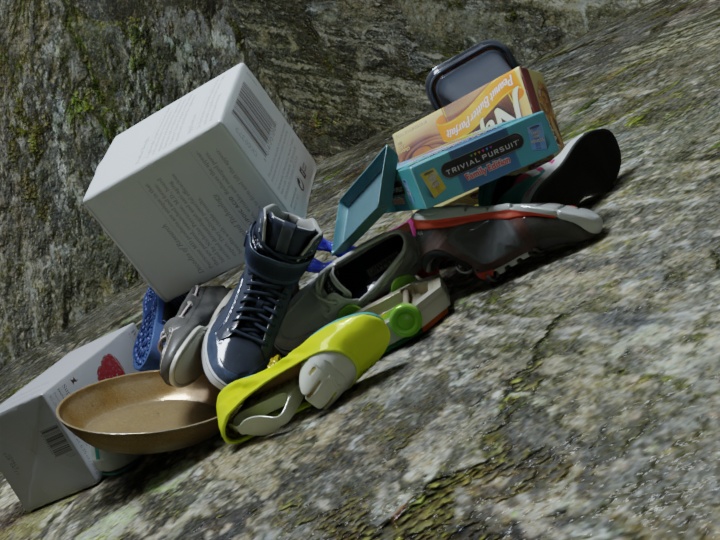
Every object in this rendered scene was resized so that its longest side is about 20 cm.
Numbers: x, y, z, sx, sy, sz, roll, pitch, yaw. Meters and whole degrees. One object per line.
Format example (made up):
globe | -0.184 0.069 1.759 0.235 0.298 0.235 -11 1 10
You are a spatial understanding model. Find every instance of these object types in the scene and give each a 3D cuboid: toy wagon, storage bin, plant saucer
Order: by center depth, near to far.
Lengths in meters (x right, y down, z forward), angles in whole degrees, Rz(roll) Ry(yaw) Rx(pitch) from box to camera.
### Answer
toy wagon | -0.001 0.064 1.339 0.200 0.040 0.155 -29 8 8
plant saucer | -0.215 0.150 1.362 0.200 0.035 0.200 -3 14 1
plant saucer | 0.003 -0.071 1.406 0.019 0.070 0.200 13 -17 -13
storage bin | 0.174 -0.179 1.685 0.145 0.200 0.134 -28 18 4

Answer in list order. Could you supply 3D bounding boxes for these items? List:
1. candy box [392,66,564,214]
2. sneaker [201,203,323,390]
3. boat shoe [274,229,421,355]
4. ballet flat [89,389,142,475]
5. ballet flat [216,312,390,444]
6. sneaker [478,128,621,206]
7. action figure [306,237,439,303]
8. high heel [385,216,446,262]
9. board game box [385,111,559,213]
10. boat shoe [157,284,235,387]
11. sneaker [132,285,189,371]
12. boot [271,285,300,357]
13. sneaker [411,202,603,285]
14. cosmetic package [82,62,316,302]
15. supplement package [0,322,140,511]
candy box | 0.140 -0.147 1.562 0.200 0.116 0.055 -24 -16 36
sneaker | -0.103 0.021 1.371 0.202 0.077 0.146 -75 9 -46
boat shoe | -0.021 0.023 1.438 0.200 0.072 0.066 -32 -22 9
ballet flat | -0.235 0.155 1.475 0.069 0.069 0.200 -23 11 37
ballet flat | -0.055 0.110 1.221 0.200 0.067 0.067 -29 29 24
sneaker | 0.198 -0.090 1.448 0.121 0.084 0.200 -6 24 46
action figure | 0.000 0.000 1.525 0.200 0.065 0.099 7 -22 18
high heel | 0.045 -0.021 1.572 0.096 0.067 0.200 -22 -8 -15
board game box | 0.103 -0.112 1.383 0.151 0.047 0.200 -24 5 -11
boat shoe | -0.189 0.070 1.429 0.057 0.067 0.200 12 24 10
sneaker | -0.221 0.066 1.564 0.070 0.078 0.200 -58 17 24
boot | -0.118 0.010 1.568 0.064 0.187 0.200 -16 9 12
sneaker | 0.148 -0.027 1.314 0.200 0.082 0.077 0 3 29
cosmetic package | -0.183 -0.103 1.525 0.200 0.165 0.165 -26 26 21
supplement package | -0.326 0.167 1.527 0.120 0.121 0.200 -25 11 29
